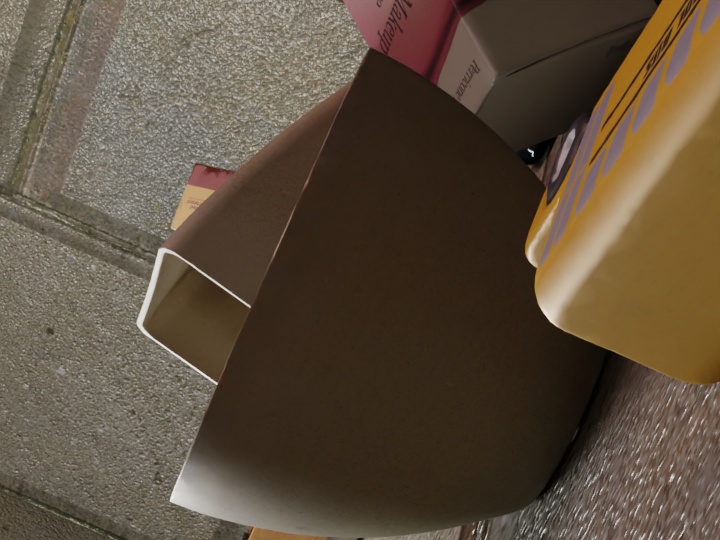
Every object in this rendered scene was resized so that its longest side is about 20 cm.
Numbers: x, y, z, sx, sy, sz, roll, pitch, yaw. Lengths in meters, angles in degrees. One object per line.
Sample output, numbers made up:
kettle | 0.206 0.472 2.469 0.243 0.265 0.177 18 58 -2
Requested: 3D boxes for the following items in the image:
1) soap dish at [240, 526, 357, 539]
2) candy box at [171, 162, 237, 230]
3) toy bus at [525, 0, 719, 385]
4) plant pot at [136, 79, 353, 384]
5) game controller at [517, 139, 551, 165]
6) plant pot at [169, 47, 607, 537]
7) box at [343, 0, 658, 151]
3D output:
soap dish | -0.045 0.201 1.453 0.200 0.081 0.158 -77 11 -88
candy box | -0.025 -0.012 1.299 0.117 0.200 0.057 14 79 46
toy bus | 0.098 -0.034 0.456 0.200 0.065 0.078 117 175 -58
plant pot | 0.000 0.000 1.102 0.177 0.200 0.200 -55 0 -18
game controller | 0.153 -0.170 1.283 0.200 0.042 0.104 -67 16 4
plant pot | 0.024 0.028 0.727 0.200 0.134 0.201 -157 90 -89
box | 0.059 -0.176 1.013 0.109 0.200 0.128 -22 -17 -20
